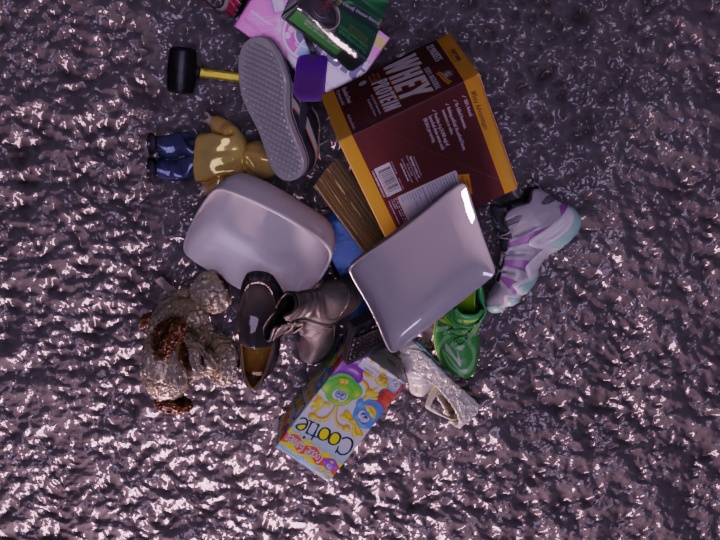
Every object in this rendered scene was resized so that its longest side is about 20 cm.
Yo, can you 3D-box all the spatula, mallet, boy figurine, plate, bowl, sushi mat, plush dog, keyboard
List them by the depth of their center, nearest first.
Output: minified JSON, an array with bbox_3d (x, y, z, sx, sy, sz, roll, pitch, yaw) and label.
[{"bbox_3d":[-0.072,-0.330,1.238,0.056,0.021,0.201,-12,102,-41],"label":"spatula"},{"bbox_3d":[0.085,-0.005,1.274,0.200,0.032,0.200,-37,136,-9],"label":"plate"},{"bbox_3d":[-0.181,-0.269,1.323,0.199,0.041,0.066,13,103,-9],"label":"mallet"},{"bbox_3d":[-0.139,-0.051,1.329,0.200,0.075,0.200,30,141,-9],"label":"bowl"},{"bbox_3d":[-0.209,-0.168,1.332,0.199,0.064,0.125,-1,87,-4],"label":"boy figurine"},{"bbox_3d":[-0.272,0.113,1.343,0.160,0.172,0.200,2,121,7],"label":"plush dog"},{"bbox_3d":[0.052,0.060,1.349,0.021,0.200,0.127,27,121,33],"label":"keyboard"},{"bbox_3d":[0.005,-0.070,1.356,0.012,0.096,0.200,-26,107,37],"label":"sushi mat"}]

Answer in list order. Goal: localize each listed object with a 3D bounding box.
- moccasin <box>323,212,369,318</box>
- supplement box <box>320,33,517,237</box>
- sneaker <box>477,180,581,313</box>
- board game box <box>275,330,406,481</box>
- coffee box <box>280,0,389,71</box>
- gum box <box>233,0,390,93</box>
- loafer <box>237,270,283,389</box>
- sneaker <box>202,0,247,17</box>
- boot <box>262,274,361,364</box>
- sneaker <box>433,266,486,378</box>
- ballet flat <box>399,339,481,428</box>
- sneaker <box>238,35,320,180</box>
[{"bbox_3d":[0.000,0.000,1.384,0.080,0.068,0.200,-19,101,5],"label":"moccasin"},{"bbox_3d":[0.082,-0.180,1.270,0.200,0.133,0.197,-25,129,4],"label":"supplement box"},{"bbox_3d":[0.220,-0.046,1.380,0.140,0.078,0.200,38,91,-9],"label":"sneaker"},{"bbox_3d":[-0.032,0.204,1.419,0.103,0.105,0.200,35,100,-10],"label":"board game box"},{"bbox_3d":[-0.019,-0.379,1.218,0.123,0.044,0.200,34,59,-25],"label":"coffee box"},{"bbox_3d":[-0.072,-0.339,1.289,0.200,0.066,0.114,34,102,-10],"label":"gum box"},{"bbox_3d":[-0.149,0.091,1.365,0.073,0.072,0.200,4,128,4],"label":"loafer"},{"bbox_3d":[-0.166,-0.453,1.249,0.075,0.081,0.200,22,104,-6],"label":"sneaker"},{"bbox_3d":[-0.090,0.079,1.343,0.130,0.068,0.200,-13,149,-34],"label":"boot"},{"bbox_3d":[0.151,0.074,1.400,0.074,0.084,0.201,-2,106,-2],"label":"sneaker"},{"bbox_3d":[0.115,0.180,1.406,0.072,0.072,0.200,-40,122,9],"label":"ballet flat"},{"bbox_3d":[-0.111,-0.231,1.286,0.078,0.079,0.200,-6,108,26],"label":"sneaker"}]
